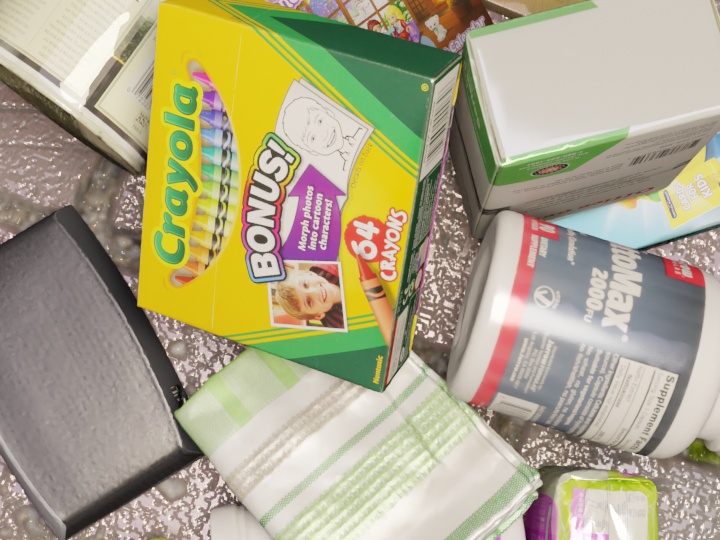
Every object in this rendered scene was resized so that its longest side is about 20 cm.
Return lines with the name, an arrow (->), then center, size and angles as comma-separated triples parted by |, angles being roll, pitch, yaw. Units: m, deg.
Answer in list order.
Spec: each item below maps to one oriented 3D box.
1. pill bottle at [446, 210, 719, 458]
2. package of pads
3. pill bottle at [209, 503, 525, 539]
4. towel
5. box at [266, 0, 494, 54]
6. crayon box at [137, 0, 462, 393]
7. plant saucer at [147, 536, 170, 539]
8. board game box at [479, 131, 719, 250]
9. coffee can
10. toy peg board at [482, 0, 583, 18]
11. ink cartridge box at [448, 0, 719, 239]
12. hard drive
pill bottle -> 0.162, 0.047, 0.876 | 0.197, 0.120, 0.121 | 16, 83, -2
package of pads -> 0.142, 0.228, 0.910 | 0.067, 0.155, 0.203 | 3, 83, -1
pill bottle -> 0.004, 0.176, 0.939 | 0.197, 0.104, 0.106 | -10, 83, -2
towel -> -0.004, 0.112, 0.890 | 0.149, 0.031, 0.200 | -41, 70, -12
box -> -0.012, -0.154, 0.946 | 0.200, 0.039, 0.138 | -43, 118, -18
crayon box -> -0.042, -0.049, 0.853 | 0.170, 0.058, 0.203 | 17, 118, 16
plant saucer -> -0.191, 0.301, 0.947 | 0.197, 0.048, 0.203 | -16, 83, -3
board game box -> 0.169, -0.084, 1.003 | 0.197, 0.047, 0.153 | -17, 84, -4
coffee can -> -0.149, -0.188, 0.958 | 0.146, 0.146, 0.201 | 35, 83, 3
toy peg board -> 0.106, -0.299, 1.003 | 0.197, 0.098, 0.202 | 22, 83, 1
ink cartridge box -> 0.133, -0.093, 0.880 | 0.144, 0.200, 0.085 | -15, 80, -3
hard drive -> -0.204, 0.068, 0.978 | 0.134, 0.042, 0.202 | -30, 85, -4
